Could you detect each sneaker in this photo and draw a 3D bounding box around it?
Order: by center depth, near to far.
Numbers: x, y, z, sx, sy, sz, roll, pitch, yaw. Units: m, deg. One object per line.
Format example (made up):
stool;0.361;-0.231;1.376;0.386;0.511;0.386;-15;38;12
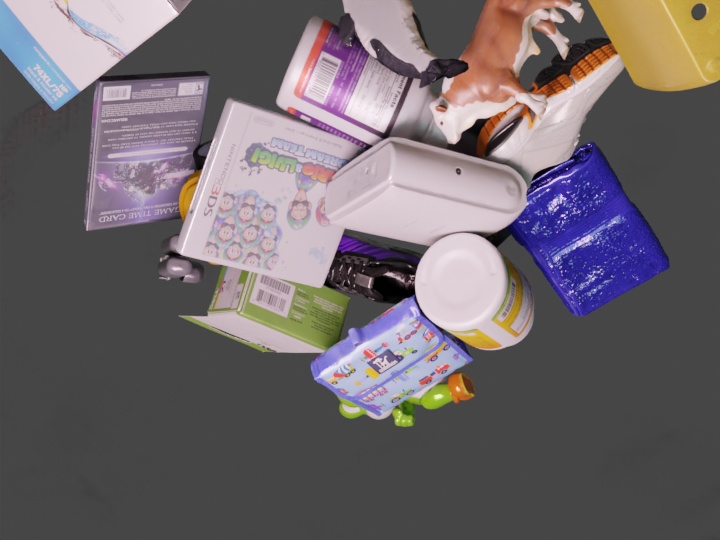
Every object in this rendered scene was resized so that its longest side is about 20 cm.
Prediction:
sneaker;0.230;-0.177;1.220;0.199;0.076;0.092;-39;122;19
sneaker;0.000;-0.001;1.341;0.196;0.100;0.071;8;106;1

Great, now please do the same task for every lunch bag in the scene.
lunch bag;0.030;0.092;1.303;0.149;0.095;0.200;-31;157;13

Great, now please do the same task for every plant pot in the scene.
plant pot;0.337;-0.292;1.042;0.198;0.177;0.201;-33;112;10

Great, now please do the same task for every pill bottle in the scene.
pill bottle;0.012;-0.198;1.220;0.197;0.112;0.112;25;122;-6
pill bottle;0.147;0.034;1.289;0.109;0.113;0.200;-17;160;19

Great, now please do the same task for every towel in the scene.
towel;0.270;-0.041;1.298;0.146;0.050;0.200;-30;117;23

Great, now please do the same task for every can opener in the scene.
can opener;-0.219;-0.014;1.344;0.066;0.200;0.054;9;86;-16

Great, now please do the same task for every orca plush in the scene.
orca plush;0.049;-0.259;1.162;0.106;0.199;0.071;-52;146;2

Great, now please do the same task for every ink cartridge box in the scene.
ink cartridge box;-0.294;-0.312;1.182;0.198;0.148;0.147;-29;112;25
ink cartridge box;-0.130;0.049;1.390;0.146;0.077;0.199;25;164;-29

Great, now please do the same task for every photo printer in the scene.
photo printer;0.080;-0.082;1.222;0.197;0.071;0.166;11;162;-28

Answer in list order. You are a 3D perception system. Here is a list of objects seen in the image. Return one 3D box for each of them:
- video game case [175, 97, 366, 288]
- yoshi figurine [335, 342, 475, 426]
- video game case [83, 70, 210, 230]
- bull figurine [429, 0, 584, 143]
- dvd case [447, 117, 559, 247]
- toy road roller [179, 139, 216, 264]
video game case;-0.096;-0.084;1.238;0.197;0.024;0.185;14;104;-35
yoshi figurine;0.046;0.150;1.435;0.197;0.113;0.113;-19;106;22
video game case;-0.262;-0.145;1.303;0.141;0.019;0.203;-11;131;-34
bull figurine;0.157;-0.225;1.157;0.120;0.065;0.203;22;88;6
dvd case;0.150;-0.108;1.308;0.148;0.016;0.200;38;120;-14
toy road roller;-0.123;-0.080;1.294;0.196;0.147;0.125;-5;121;12
